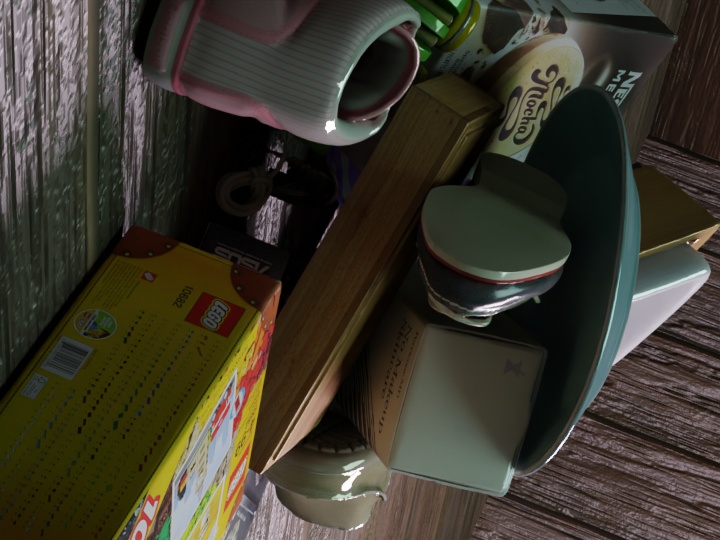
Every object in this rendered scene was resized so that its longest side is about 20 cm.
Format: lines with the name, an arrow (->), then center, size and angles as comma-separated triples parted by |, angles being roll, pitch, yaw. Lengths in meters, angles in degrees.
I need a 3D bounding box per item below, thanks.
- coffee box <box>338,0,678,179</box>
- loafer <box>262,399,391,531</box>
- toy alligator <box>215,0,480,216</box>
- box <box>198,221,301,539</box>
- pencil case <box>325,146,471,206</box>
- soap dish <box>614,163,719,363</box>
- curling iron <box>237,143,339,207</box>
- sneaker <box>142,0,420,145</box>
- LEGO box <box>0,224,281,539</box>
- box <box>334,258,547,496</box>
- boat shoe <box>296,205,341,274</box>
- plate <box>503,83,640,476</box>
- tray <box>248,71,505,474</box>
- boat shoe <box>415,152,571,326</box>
coffee box -> 0.069, -0.115, 1.238 | 0.199, 0.080, 0.113 | -1, 132, -52
loafer -> -0.015, 0.111, 1.272 | 0.200, 0.075, 0.069 | -4, 109, -81
toy alligator -> -0.001, -0.093, 1.104 | 0.200, 0.059, 0.054 | -50, -158, 13
box -> -0.076, 0.075, 1.225 | 0.200, 0.048, 0.159 | 64, 48, -77
pencil case -> 0.055, -0.055, 1.390 | 0.200, 0.083, 0.086 | 14, 76, -58
soap dish -> 0.108, 0.017, 1.367 | 0.156, 0.082, 0.200 | -18, 164, -21
curling iron -> -0.031, -0.051, 1.248 | 0.200, 0.049, 0.026 | -18, 130, -85
sneaker -> -0.018, -0.104, 1.013 | 0.200, 0.104, 0.076 | -48, 155, -70
LEGO box -> -0.114, 0.103, 0.983 | 0.200, 0.077, 0.150 | -59, 166, -47
box -> 0.033, 0.048, 1.208 | 0.200, 0.068, 0.083 | -138, -118, -74
boat shoe -> -0.006, 0.013, 1.437 | 0.072, 0.072, 0.201 | 98, 9, -48
plate -> 0.104, 0.007, 1.151 | 0.200, 0.025, 0.202 | -168, -90, -76
tray -> 0.000, 0.000, 1.119 | 0.201, 0.037, 0.099 | -60, 173, 15
boat shoe -> 0.058, -0.006, 1.075 | 0.063, 0.071, 0.200 | -63, 178, 16
